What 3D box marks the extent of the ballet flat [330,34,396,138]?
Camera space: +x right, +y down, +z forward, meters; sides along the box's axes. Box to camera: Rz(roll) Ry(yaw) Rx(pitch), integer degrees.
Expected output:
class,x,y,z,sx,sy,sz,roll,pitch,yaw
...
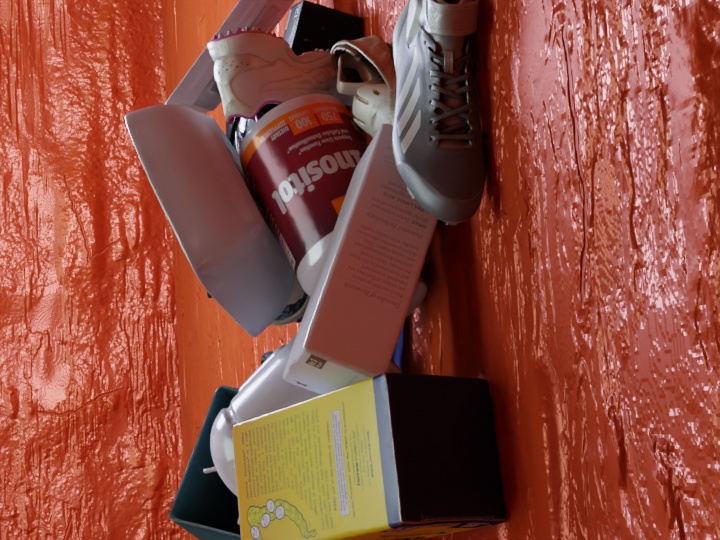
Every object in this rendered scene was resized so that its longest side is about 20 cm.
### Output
class,x,y,z,sx,sy,sz,roll,pitch,yaw
ballet flat,0.013,-0.151,1.212,0.201,0.061,0.068,-114,29,-57

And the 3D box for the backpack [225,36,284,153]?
class,x,y,z,sx,sy,sz,roll,pitch,yaw
backpack,-0.091,-0.166,1.513,0.164,0.152,0.202,-86,-8,-49

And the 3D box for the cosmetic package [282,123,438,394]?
class,x,y,z,sx,sy,sz,roll,pitch,yaw
cosmetic package,0.008,-0.003,1.082,0.102,0.073,0.202,126,162,-70

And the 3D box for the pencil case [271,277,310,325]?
class,x,y,z,sx,sy,sz,roll,pitch,yaw
pencil case,-0.077,0.021,1.464,0.090,0.078,0.200,-52,-5,2

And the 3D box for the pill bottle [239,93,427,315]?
class,x,y,z,sx,sy,sz,roll,pitch,yaw
pill bottle,-0.021,-0.047,1.211,0.201,0.112,0.113,61,156,23

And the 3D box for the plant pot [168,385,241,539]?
class,x,y,z,sx,sy,sz,roll,pitch,yaw
plant pot,-0.076,0.235,1.379,0.201,0.140,0.143,65,-140,-57

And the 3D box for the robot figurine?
class,x,y,z,sx,sy,sz,roll,pitch,yaw
robot figurine,-0.056,0.136,1.234,0.113,0.200,0.170,44,-177,-38

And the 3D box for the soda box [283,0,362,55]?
class,x,y,z,sx,sy,sz,roll,pitch,yaw
soda box,-0.058,-0.167,1.393,0.063,0.070,0.203,-166,90,-74

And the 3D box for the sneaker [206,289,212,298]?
class,x,y,z,sx,sy,sz,roll,pitch,yaw
sneaker,-0.129,-0.020,1.487,0.200,0.075,0.076,135,127,-67

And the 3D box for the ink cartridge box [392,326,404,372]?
class,x,y,z,sx,sy,sz,roll,pitch,yaw
ink cartridge box,0.000,0.000,1.333,0.200,0.046,0.201,-144,55,-76

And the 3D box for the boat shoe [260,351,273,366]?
class,x,y,z,sx,sy,sz,roll,pitch,yaw
boat shoe,-0.052,0.144,1.468,0.200,0.090,0.072,-124,34,-65

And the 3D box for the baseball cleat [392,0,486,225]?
class,x,y,z,sx,sy,sz,roll,pitch,yaw
baseball cleat,0.058,-0.139,1.014,0.107,0.069,0.202,109,154,-57

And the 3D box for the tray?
class,x,y,z,sx,sy,sz,roll,pitch,yaw
tray,-0.134,-0.250,1.508,0.201,0.022,0.107,-53,-11,8

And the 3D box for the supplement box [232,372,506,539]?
class,x,y,z,sx,sy,sz,roll,pitch,yaw
supplement box,0.002,0.156,1.054,0.199,0.108,0.111,-24,67,47

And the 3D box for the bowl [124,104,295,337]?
class,x,y,z,sx,sy,sz,roll,pitch,yaw
bowl,-0.129,-0.055,1.273,0.201,0.074,0.200,61,-179,24

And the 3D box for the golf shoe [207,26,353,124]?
class,x,y,z,sx,sy,sz,roll,pitch,yaw
golf shoe,-0.065,-0.166,1.289,0.075,0.199,0.093,-12,78,42
